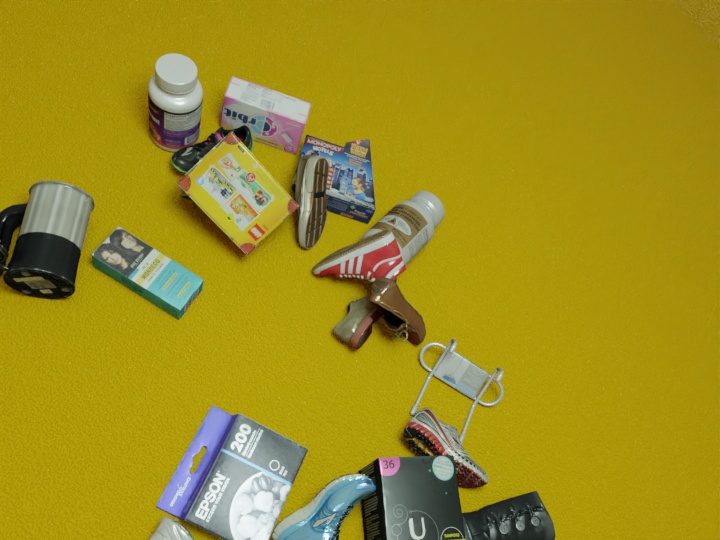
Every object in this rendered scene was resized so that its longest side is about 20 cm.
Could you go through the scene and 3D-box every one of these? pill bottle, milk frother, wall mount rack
[{"bbox_3d":[0.102,-0.091,1.364,0.114,0.115,0.200,42,58,6],"label":"pill bottle"},{"bbox_3d":[-0.590,-0.077,1.070,0.179,0.200,0.190,5,61,-12],"label":"milk frother"},{"bbox_3d":[-0.394,-0.356,1.282,0.110,0.200,0.112,8,60,-14],"label":"pill bottle"},{"bbox_3d":[0.197,0.246,1.248,0.199,0.075,0.175,31,96,0],"label":"wall mount rack"}]

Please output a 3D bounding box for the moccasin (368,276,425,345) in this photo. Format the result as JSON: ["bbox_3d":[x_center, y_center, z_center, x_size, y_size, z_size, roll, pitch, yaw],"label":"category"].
[{"bbox_3d":[0.076,0.098,1.229,0.073,0.202,0.078,15,64,34],"label":"moccasin"}]

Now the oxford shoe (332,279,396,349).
[{"bbox_3d":[0.013,0.073,1.276,0.074,0.071,0.200,25,49,16],"label":"oxford shoe"}]

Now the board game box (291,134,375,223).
[{"bbox_3d":[-0.049,-0.234,1.420,0.198,0.062,0.201,17,58,-9],"label":"board game box"}]

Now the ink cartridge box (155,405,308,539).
[{"bbox_3d":[-0.219,0.361,1.056,0.199,0.043,0.199,27,58,-3],"label":"ink cartridge box"}]

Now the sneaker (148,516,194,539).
[{"bbox_3d":[-0.270,0.494,0.958,0.199,0.078,0.099,37,64,13],"label":"sneaker"}]

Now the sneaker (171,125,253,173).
[{"bbox_3d":[-0.327,-0.275,1.330,0.199,0.084,0.077,-31,70,-31],"label":"sneaker"}]

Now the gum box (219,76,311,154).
[{"bbox_3d":[-0.226,-0.357,1.392,0.198,0.114,0.067,17,58,-10],"label":"gum box"}]

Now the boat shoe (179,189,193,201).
[{"bbox_3d":[-0.285,-0.153,1.290,0.198,0.071,0.063,19,65,-6],"label":"boat shoe"}]

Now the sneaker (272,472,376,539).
[{"bbox_3d":[-0.048,0.428,1.024,0.200,0.079,0.090,-38,53,-4],"label":"sneaker"}]

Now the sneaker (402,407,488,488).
[{"bbox_3d":[0.178,0.346,1.175,0.200,0.078,0.082,45,45,-6],"label":"sneaker"}]

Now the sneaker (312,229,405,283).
[{"bbox_3d":[0.000,0.000,1.274,0.113,0.199,0.071,62,25,-15],"label":"sneaker"}]

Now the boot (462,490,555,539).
[{"bbox_3d":[0.279,0.522,1.136,0.198,0.066,0.166,-3,66,-25],"label":"boot"}]

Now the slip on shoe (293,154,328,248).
[{"bbox_3d":[-0.116,-0.151,1.312,0.060,0.202,0.076,15,18,31],"label":"slip on shoe"}]

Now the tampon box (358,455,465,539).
[{"bbox_3d":[0.091,0.442,1.069,0.149,0.126,0.202,3,62,-18],"label":"tampon box"}]

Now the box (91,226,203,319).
[{"bbox_3d":[-0.412,0.004,1.174,0.199,0.049,0.083,32,57,-1],"label":"box"}]

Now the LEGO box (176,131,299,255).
[{"bbox_3d":[-0.246,-0.156,1.224,0.149,0.077,0.200,-42,107,0],"label":"LEGO box"}]
